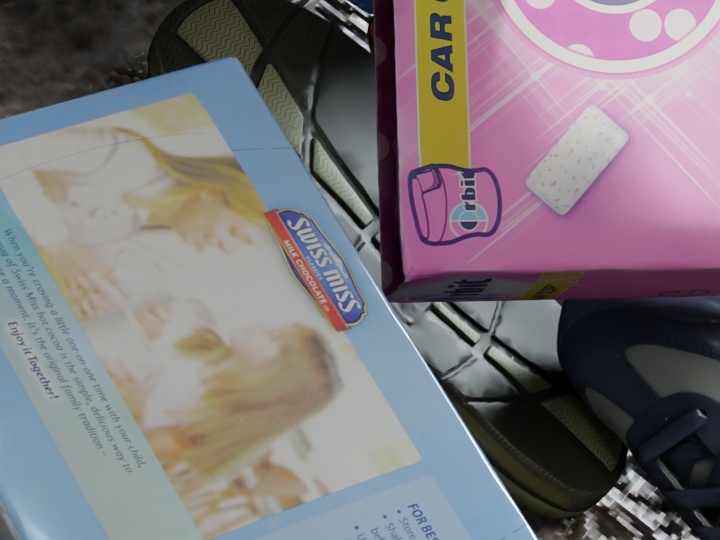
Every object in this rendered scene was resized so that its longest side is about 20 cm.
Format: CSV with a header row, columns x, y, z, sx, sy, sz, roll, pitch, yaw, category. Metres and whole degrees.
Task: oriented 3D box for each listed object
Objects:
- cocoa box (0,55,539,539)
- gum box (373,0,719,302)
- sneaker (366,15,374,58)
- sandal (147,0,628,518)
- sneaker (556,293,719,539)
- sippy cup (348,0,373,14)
x,y,z,sx,sy,sz,roll,pitch,yaw,category
-0.056,0.068,0.790,0.133,0.131,0.200,-18,63,-30,cocoa box
0.062,-0.094,0.844,0.113,0.066,0.201,-1,83,-5,gum box
0.093,-0.086,0.994,0.200,0.070,0.090,-24,70,-30,sneaker
0.000,0.001,0.913,0.201,0.057,0.080,52,48,1,sandal
0.134,0.081,0.876,0.200,0.070,0.082,36,52,-3,sneaker
0.015,-0.156,0.957,0.139,0.178,0.131,33,29,-32,sippy cup
